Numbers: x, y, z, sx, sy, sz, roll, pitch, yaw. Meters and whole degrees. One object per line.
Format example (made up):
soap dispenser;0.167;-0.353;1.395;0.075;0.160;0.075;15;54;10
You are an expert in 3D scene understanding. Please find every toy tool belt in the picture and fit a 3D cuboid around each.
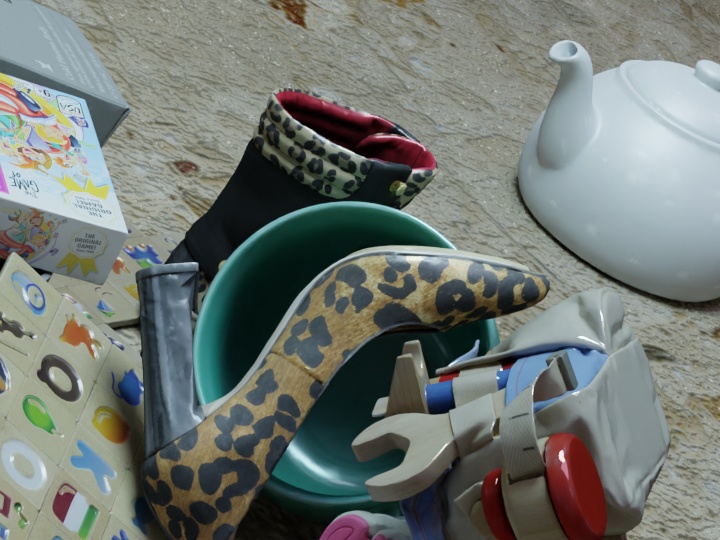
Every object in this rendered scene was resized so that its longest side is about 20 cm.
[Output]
toy tool belt;0.056;0.086;1.117;0.200;0.123;0.125;-42;113;-69

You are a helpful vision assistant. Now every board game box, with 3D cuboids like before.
board game box;-0.221;-0.066;1.287;0.200;0.034;0.135;16;27;-26

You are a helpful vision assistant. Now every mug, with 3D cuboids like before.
mug;-0.010;0.067;1.326;0.152;0.185;0.114;23;-11;11

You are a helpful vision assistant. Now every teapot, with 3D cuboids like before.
teapot;0.220;-0.082;1.850;0.197;0.146;0.200;34;23;10

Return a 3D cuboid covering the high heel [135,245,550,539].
high heel;-0.005;0.064;1.232;0.200;0.143;0.071;-4;-11;-4

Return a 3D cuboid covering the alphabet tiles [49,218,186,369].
alphabet tiles;-0.111;0.015;1.470;0.167;0.008;0.200;41;26;25

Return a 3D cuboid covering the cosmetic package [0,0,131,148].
cosmetic package;-0.242;-0.118;1.460;0.200;0.090;0.107;24;22;-43

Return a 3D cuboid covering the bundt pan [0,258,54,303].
bundt pan;-0.253;-0.018;1.291;0.202;0.076;0.202;24;24;-11

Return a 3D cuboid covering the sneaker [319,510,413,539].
sneaker;0.073;0.167;1.145;0.200;0.074;0.087;36;28;32

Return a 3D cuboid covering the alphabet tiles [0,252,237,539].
alphabet tiles;-0.135;0.081;1.204;0.200;0.006;0.167;44;30;-18

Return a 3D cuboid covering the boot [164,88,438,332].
boot;0.000;0.000;1.423;0.200;0.151;0.073;26;24;-7
